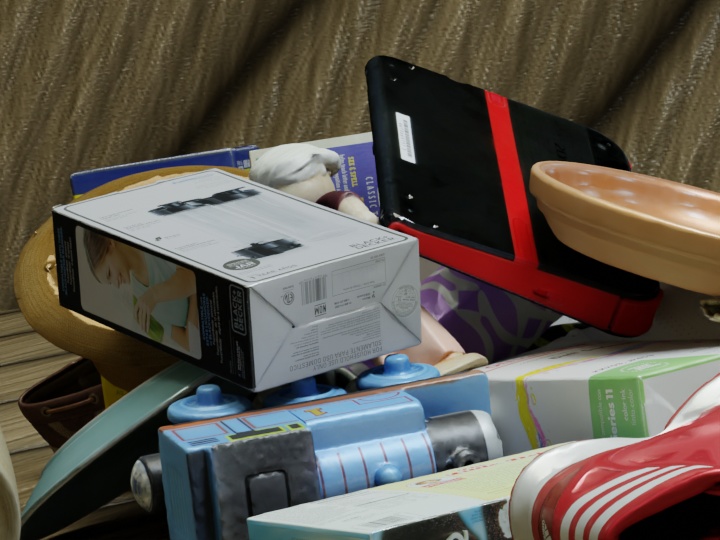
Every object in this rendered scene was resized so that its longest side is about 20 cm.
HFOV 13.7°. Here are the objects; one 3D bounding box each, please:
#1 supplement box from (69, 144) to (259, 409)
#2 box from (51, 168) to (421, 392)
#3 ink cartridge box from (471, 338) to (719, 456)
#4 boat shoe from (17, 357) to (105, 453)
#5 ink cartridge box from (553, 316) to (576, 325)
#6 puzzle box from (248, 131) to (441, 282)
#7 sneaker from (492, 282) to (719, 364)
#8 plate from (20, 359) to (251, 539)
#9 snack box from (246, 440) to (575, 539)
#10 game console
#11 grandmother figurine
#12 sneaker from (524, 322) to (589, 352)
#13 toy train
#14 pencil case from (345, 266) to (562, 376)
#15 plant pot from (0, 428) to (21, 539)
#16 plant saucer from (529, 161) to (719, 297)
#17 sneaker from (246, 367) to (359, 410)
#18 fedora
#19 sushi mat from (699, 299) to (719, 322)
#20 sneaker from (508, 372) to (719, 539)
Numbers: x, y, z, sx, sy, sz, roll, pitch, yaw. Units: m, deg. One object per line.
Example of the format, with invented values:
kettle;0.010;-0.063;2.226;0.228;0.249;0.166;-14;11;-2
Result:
supplement box;-0.109;0.027;1.930;0.109;0.201;0.109;-8;3;8
box;-0.070;0.002;1.645;0.116;0.061;0.200;-16;22;-34
ink cartridge box;0.129;0.078;1.631;0.117;0.068;0.199;-12;5;-37
boat shoe;-0.142;0.055;2.016;0.199;0.072;0.072;-31;29;18
ink cartridge box;0.071;0.001;1.999;0.199;0.147;0.146;6;-4;-29
puzzle box;0.010;0.014;1.871;0.132;0.201;0.025;-8;-5;-2
sneaker;0.167;0.040;1.757;0.199;0.089;0.075;-6;-12;19
plate;-0.118;0.087;1.692;0.200;0.026;0.200;-35;-8;-5
snack box;0.060;0.118;1.434;0.199;0.037;0.116;-11;5;-31
game console;0.086;-0.044;1.747;0.176;0.031;0.200;18;29;-15
grandmother figurine;0.000;0.000;1.714;0.060;0.200;0.122;-24;-33;-22
sneaker;0.194;0.054;1.821;0.199;0.076;0.076;0;0;34
toy train;-0.016;0.101;1.558;0.199;0.087;0.114;-8;12;-17
pencil case;0.054;0.031;1.806;0.200;0.085;0.084;-41;-20;-16
plant pot;-0.252;0.103;1.506;0.186;0.189;0.200;-11;18;-27
plant saucer;0.187;-0.017;1.657;0.199;0.038;0.200;13;9;-2
sneaker;-0.036;0.089;1.718;0.074;0.089;0.199;-14;5;-39
fedora;-0.108;0.016;1.805;0.199;0.082;0.201;-2;37;1
sushi mat;0.274;0.044;1.633;0.095;0.012;0.200;3;-12;38
sneaker;0.176;0.097;1.347;0.199;0.079;0.115;-24;18;-23
